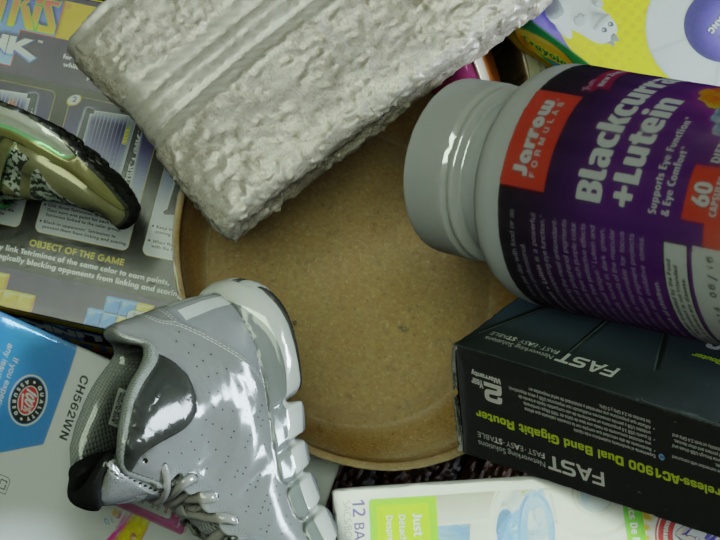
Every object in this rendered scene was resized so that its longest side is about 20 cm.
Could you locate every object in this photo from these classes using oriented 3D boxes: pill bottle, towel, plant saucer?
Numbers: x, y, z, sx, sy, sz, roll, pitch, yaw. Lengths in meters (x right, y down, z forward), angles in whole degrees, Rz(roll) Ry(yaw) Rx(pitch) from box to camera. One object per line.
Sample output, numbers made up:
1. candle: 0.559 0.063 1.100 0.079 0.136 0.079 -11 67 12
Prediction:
1. pill bottle: 0.121 -0.032 1.327 0.200 0.111 0.112 12 75 38
2. towel: -0.022 -0.118 1.389 0.200 0.034 0.133 -38 69 -6
3. plant saucer: 0.000 0.000 1.429 0.200 0.035 0.201 6 73 -21

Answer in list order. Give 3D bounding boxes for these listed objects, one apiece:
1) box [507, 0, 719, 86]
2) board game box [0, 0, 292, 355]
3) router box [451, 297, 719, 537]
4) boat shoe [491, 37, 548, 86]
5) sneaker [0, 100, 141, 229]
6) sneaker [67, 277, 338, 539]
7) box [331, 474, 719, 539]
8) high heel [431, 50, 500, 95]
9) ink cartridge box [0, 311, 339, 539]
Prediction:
1. box: 0.178 -0.100 1.400 0.200 0.048 0.117 38 78 15
2. board game box: -0.127 -0.046 1.486 0.199 0.057 0.166 13 75 8
3. router box: 0.163 0.050 1.357 0.200 0.062 0.150 16 35 35
4. boat shoe: 0.089 -0.133 1.485 0.065 0.072 0.201 -9 82 -20
5. sneaker: -0.200 -0.045 1.435 0.200 0.077 0.089 21 91 15
6. sneaker: -0.074 0.110 1.316 0.115 0.075 0.201 -13 87 -37
7. box: 0.091 0.156 1.393 0.199 0.101 0.113 -3 76 4
8. high heel: -0.005 -0.134 1.445 0.096 0.067 0.200 -28 81 9
9. ink cartridge box: -0.126 0.117 1.377 0.200 0.085 0.145 26 77 -30
